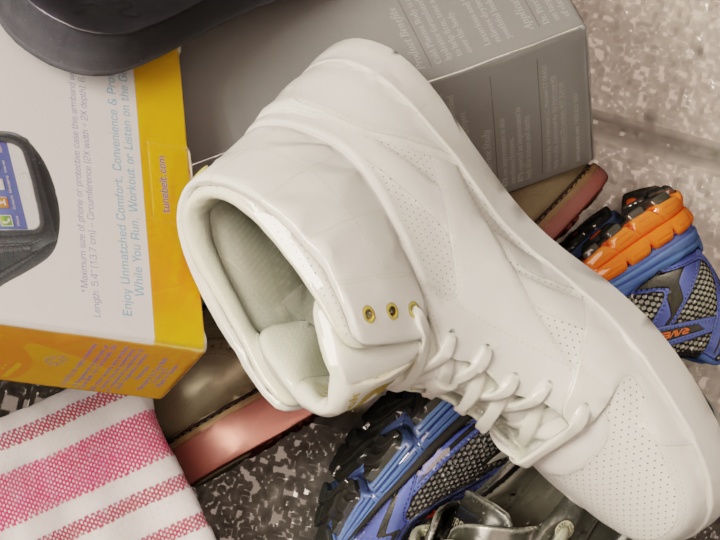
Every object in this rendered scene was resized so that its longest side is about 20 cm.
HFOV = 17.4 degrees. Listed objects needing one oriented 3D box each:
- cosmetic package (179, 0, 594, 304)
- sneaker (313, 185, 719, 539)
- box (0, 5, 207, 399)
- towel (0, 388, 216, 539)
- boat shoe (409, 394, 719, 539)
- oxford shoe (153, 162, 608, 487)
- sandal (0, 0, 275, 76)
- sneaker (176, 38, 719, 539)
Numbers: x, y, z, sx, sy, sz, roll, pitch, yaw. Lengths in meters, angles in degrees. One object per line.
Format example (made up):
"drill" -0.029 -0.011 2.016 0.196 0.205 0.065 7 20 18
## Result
"cosmetic package" -0.025 -0.066 0.853 0.199 0.090 0.107 -20 55 -4
"sneaker" 0.064 0.056 0.883 0.200 0.075 0.079 -40 96 -6
"box" -0.148 -0.032 0.715 0.199 0.041 0.120 8 58 -25
"towel" -0.085 0.141 0.789 0.146 0.030 0.201 -25 90 -47
"boat shoe" 0.047 0.106 0.826 0.200 0.071 0.064 -45 115 -14
"oxford shoe" 0.000 0.000 0.879 0.199 0.070 0.075 -32 85 -9
"sandal" -0.040 -0.124 0.786 0.076 0.043 0.200 33 42 12
"sneaker" 0.025 0.031 0.741 0.200 0.074 0.116 47 43 -1
